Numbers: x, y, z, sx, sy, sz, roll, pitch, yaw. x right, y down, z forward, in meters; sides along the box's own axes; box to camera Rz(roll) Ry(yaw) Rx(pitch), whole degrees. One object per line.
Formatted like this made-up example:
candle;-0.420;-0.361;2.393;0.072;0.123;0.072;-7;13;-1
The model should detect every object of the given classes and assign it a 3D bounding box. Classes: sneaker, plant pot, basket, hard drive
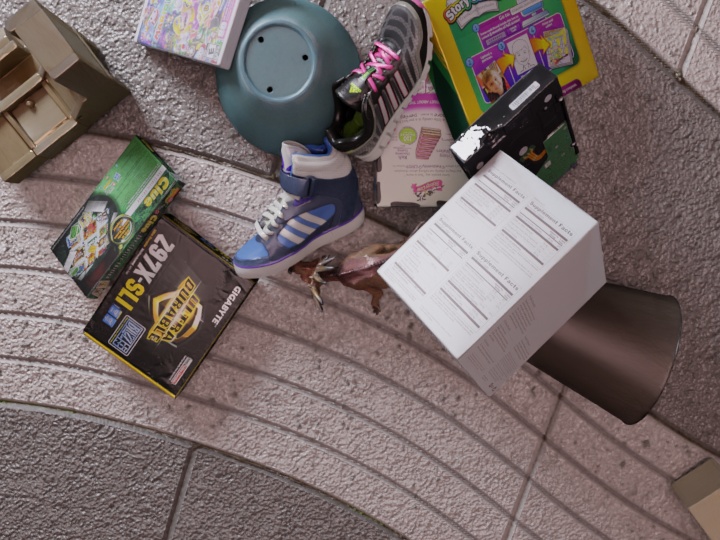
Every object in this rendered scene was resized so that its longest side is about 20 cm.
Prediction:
sneaker;-0.097;-0.092;0.789;0.197;0.081;0.148;-26;124;-6
sneaker;0.016;-0.218;0.715;0.074;0.087;0.202;44;126;26
plant pot;-0.095;-0.249;0.764;0.196;0.135;0.204;0;98;0
basket;0.295;0.081;0.818;0.197;0.136;0.183;22;83;0
hard drive;0.199;-0.144;0.759;0.139;0.200;0.038;-42;57;8

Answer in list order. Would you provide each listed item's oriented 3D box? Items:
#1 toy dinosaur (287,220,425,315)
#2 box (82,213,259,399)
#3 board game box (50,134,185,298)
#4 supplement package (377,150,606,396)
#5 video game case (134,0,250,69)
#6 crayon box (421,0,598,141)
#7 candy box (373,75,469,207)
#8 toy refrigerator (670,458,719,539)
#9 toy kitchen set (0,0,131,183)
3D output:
toy dinosaur;0.000;0.000;0.794;0.134;0.199;0.087;4;69;-38
box;-0.262;0.048;0.847;0.159;0.049;0.201;36;96;-3
board game box;-0.329;-0.072;0.820;0.105;0.023;0.201;44;97;24
supplement package;0.156;0.007;0.711;0.200;0.152;0.151;-44;55;0
video game case;-0.203;-0.335;0.748;0.198;0.018;0.146;26;100;37
crayon box;0.177;-0.277;0.752;0.198;0.058;0.175;-29;105;-13
candy box;0.084;-0.187;0.811;0.133;0.061;0.204;0;97;-3
toy refrigerator;0.552;0.382;0.893;0.076;0.070;0.201;-38;96;11
toy kitchen set;-0.431;-0.238;0.738;0.199;0.180;0.164;-38;96;0
